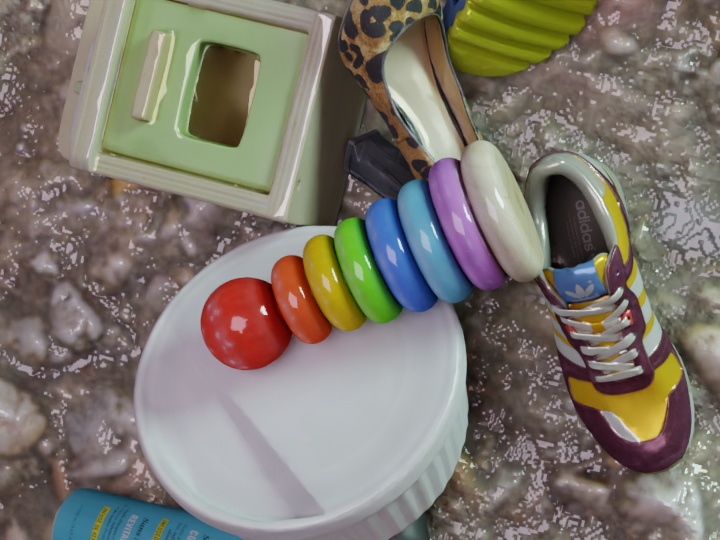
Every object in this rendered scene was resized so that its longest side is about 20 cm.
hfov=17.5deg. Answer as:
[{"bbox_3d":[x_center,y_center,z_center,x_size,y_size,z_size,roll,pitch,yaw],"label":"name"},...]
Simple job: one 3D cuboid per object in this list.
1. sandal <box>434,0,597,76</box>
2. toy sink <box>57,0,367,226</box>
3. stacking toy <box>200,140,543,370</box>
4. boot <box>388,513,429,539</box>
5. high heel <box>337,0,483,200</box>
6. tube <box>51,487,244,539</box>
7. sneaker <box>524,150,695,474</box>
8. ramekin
[{"bbox_3d":[0.113,-0.205,1.411,0.200,0.079,0.087,-50,39,18],"label":"sandal"},{"bbox_3d":[-0.107,-0.113,1.451,0.200,0.112,0.130,16,94,17],"label":"toy sink"},{"bbox_3d":[0.000,0.000,1.343,0.200,0.085,0.085,-23,83,11],"label":"stacking toy"},{"bbox_3d":[-0.035,0.224,1.452,0.200,0.072,0.144,-24,75,16],"label":"boot"},{"bbox_3d":[0.055,-0.097,1.371,0.143,0.071,0.200,37,143,30],"label":"high heel"},{"bbox_3d":[-0.100,0.182,1.454,0.200,0.050,0.077,11,84,31],"label":"tube"},{"bbox_3d":[0.139,0.027,1.382,0.075,0.090,0.200,-21,83,16],"label":"sneaker"},{"bbox_3d":[-0.028,0.081,1.402,0.202,0.094,0.202,-7,60,13],"label":"ramekin"}]
